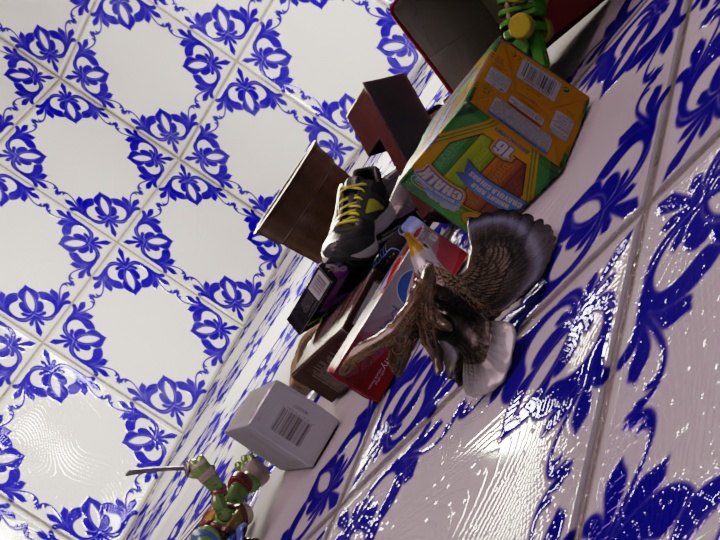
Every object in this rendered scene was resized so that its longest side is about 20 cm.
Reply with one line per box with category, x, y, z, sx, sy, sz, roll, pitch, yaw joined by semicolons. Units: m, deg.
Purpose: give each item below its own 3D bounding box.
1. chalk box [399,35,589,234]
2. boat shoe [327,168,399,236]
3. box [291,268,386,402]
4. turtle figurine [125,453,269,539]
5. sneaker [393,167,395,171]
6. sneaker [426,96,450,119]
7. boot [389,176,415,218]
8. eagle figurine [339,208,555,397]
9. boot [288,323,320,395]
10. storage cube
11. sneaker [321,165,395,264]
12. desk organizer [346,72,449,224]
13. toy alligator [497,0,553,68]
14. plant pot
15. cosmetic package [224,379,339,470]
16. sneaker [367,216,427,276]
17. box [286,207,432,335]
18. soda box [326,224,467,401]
chalk box;0.132;-0.126;1.326;0.200;0.124;0.124;-50;9;50
boat shoe;0.019;-0.101;1.977;0.199;0.063;0.073;-35;-36;-16
box;-0.010;0.087;1.568;0.101;0.075;0.200;-61;10;-29
turtle figurine;-0.210;0.300;1.575;0.198;0.145;0.194;-9;5;19
sneaker;0.054;-0.101;2.051;0.200;0.077;0.085;-52;-6;-18
sneaker;0.168;-0.211;1.708;0.199;0.076;0.116;-34;-37;-8
boot;0.064;-0.075;1.857;0.132;0.069;0.201;-66;0;-51
eagle figurine;0.088;0.025;1.071;0.151;0.152;0.200;-4;2;30
boot;-0.045;0.084;1.817;0.200;0.072;0.167;-55;8;42
storage cube;0.178;-0.347;1.574;0.179;0.171;0.200;-38;1;-32
sneaker;-0.012;-0.073;1.579;0.074;0.085;0.200;-8;22;17
desk organizer;0.063;-0.154;1.625;0.071;0.201;0.077;-18;-20;-30
toy alligator;0.190;-0.272;1.427;0.054;0.202;0.059;-8;-3;37
plant pot;-0.055;-0.094;2.186;0.201;0.197;0.200;-55;6;9
cosmetic package;-0.105;0.203;1.587;0.074;0.101;0.200;-57;8;-15
sneaker;0.052;-0.005;1.543;0.078;0.070;0.200;-48;-5;-15
box;0.000;0.000;1.671;0.199;0.036;0.143;-33;-15;-35
soda box;0.041;0.049;1.406;0.201;0.063;0.070;-58;6;-7
